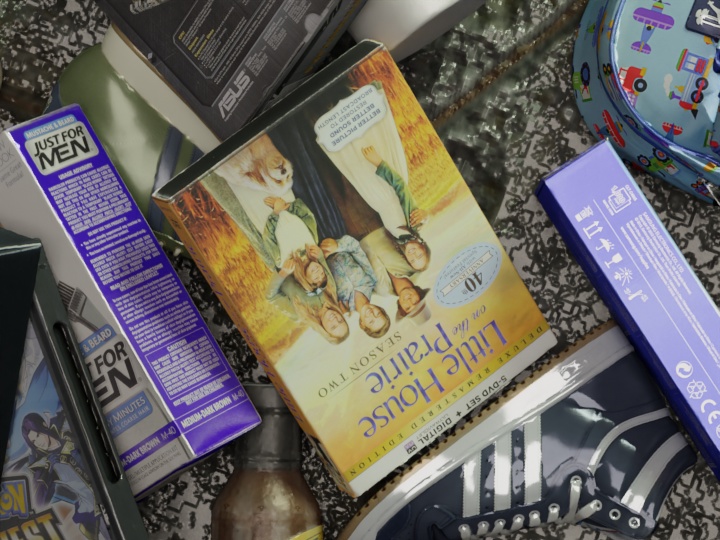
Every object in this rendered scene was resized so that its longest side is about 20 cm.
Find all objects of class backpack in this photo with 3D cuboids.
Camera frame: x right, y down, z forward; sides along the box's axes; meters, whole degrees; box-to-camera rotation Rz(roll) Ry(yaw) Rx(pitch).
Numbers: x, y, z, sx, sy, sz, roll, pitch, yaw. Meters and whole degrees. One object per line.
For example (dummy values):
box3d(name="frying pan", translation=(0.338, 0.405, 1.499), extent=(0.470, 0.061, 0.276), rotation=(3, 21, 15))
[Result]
box3d(name="backpack", translation=(0.217, -0.120, 1.429), extent=(0.199, 0.135, 0.183), rotation=(24, 87, 6))

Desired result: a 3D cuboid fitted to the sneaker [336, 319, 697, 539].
box3d(name="sneaker", translation=(0.089, 0.127, 1.452), extent=(0.200, 0.070, 0.109), rotation=(-37, 85, -3))

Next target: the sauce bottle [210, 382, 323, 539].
box3d(name="sauce bottle", translation=(-0.052, 0.162, 1.458), extent=(0.064, 0.065, 0.201), rotation=(1, 89, 2))

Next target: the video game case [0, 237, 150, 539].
box3d(name="video game case", translation=(-0.218, 0.100, 1.438), extent=(0.200, 0.025, 0.181), rotation=(-23, 86, 33))

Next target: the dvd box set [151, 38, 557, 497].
box3d(name="dvd box set", translation=(0.000, 0.000, 1.429), extent=(0.146, 0.029, 0.200), rotation=(-36, 111, -13))

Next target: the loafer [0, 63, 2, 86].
box3d(name="loafer", translation=(-0.272, -0.168, 1.481), extent=(0.076, 0.068, 0.200), rotation=(-42, 86, 0))

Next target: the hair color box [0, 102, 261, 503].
box3d(name="hair color box", translation=(-0.151, 0.025, 1.444), extent=(0.109, 0.065, 0.200), rotation=(-34, 84, 41))

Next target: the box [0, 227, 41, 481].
box3d(name="box", translation=(-0.289, 0.056, 1.387), extent=(0.196, 0.124, 0.201), rotation=(19, 106, 26))

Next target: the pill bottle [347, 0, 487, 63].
box3d(name="pill bottle", translation=(-0.011, -0.216, 1.450), extent=(0.114, 0.114, 0.200), rotation=(-34, 86, 0))

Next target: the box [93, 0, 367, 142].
box3d(name="box", translation=(-0.061, -0.187, 1.393), extent=(0.158, 0.048, 0.200), rotation=(47, 129, 12))

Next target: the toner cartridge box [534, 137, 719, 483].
box3d(name="toner cartridge box", translation=(0.166, 0.027, 1.442), extent=(0.043, 0.095, 0.200), rotation=(-33, 87, 0))

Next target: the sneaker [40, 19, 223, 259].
box3d(name="sneaker", translation=(-0.097, -0.038, 1.476), extent=(0.090, 0.067, 0.200), rotation=(-41, 91, 14))
